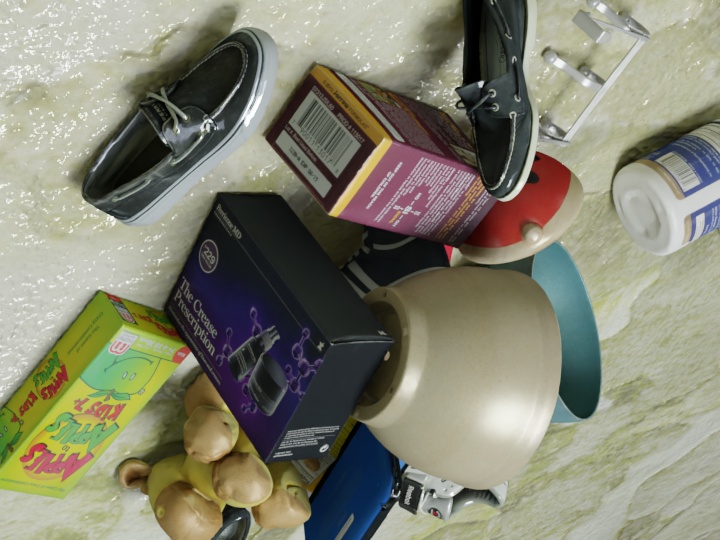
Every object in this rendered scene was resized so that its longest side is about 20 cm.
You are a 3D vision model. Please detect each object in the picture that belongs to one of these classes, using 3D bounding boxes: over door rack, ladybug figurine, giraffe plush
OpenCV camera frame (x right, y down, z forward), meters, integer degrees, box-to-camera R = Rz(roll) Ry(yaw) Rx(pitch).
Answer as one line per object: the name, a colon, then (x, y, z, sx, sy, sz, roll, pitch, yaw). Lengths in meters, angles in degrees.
over door rack: (0.193, -0.187, 1.418, 0.148, 0.067, 0.200, -55, 166, 21)
ladybug figurine: (0.145, -0.069, 1.447, 0.135, 0.200, 0.072, -31, 107, 1)
giraffe plush: (-0.153, 0.206, 1.502, 0.162, 0.173, 0.200, -37, -175, 15)

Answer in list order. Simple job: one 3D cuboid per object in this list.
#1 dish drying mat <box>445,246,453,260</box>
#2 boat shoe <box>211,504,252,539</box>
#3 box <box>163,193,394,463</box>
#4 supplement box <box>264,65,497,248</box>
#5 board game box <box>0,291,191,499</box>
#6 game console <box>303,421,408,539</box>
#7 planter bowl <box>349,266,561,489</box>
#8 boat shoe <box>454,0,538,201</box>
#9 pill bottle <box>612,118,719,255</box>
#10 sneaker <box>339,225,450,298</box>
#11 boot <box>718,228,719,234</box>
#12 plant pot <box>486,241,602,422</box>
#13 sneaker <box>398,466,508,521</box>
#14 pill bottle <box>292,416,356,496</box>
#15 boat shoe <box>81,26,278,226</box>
dish drying mat: (0.068, 0.031, 1.531, 0.077, 0.018, 0.201, -28, 133, -62)
boat shoe: (-0.169, 0.318, 1.669, 0.075, 0.060, 0.201, -18, 141, -31)
box: (-0.077, 0.048, 1.312, 0.079, 0.200, 0.141, 2, 128, -44)
supplement box: (0.027, -0.098, 1.330, 0.200, 0.110, 0.086, 13, 121, -51)
board game box: (-0.254, 0.117, 1.356, 0.200, 0.048, 0.101, -49, 147, 12)
game console: (0.030, 0.216, 1.485, 0.118, 0.171, 0.200, 12, 132, -20)
planter bowl: (0.063, 0.085, 1.320, 0.134, 0.201, 0.201, 14, 122, -29)
boat shoe: (0.113, -0.163, 1.304, 0.066, 0.074, 0.201, 10, 82, -34)
pill bottle: (0.396, -0.106, 1.696, 0.199, 0.111, 0.111, -27, 145, -20)
sneaker: (0.000, 0.000, 1.471, 0.199, 0.109, 0.070, -21, 160, 29)
boot: (0.524, -0.087, 1.891, 0.144, 0.072, 0.200, -39, 144, -5)
plant pot: (0.167, 0.077, 1.637, 0.134, 0.201, 0.200, -14, 157, 26)
sneaker: (0.069, 0.237, 1.663, 0.199, 0.089, 0.074, -4, 136, -3)
pill bottle: (-0.029, 0.184, 1.603, 0.104, 0.104, 0.200, 10, 131, -50)
boat shoe: (-0.143, -0.111, 1.174, 0.200, 0.072, 0.071, -50, 151, 17)
